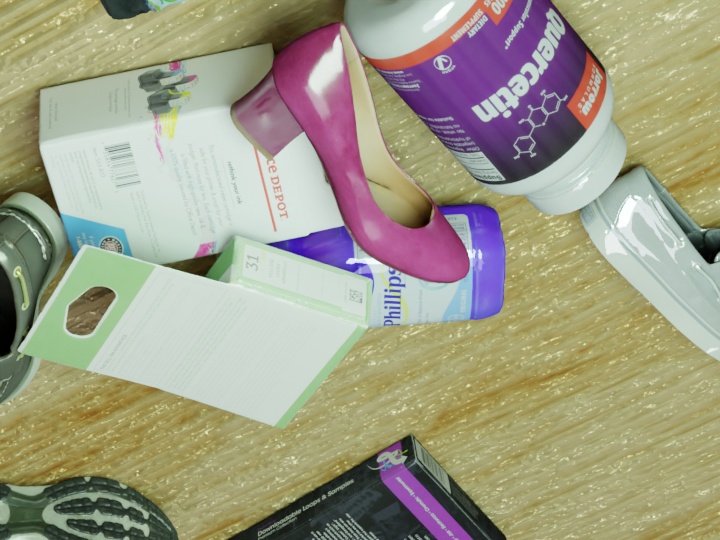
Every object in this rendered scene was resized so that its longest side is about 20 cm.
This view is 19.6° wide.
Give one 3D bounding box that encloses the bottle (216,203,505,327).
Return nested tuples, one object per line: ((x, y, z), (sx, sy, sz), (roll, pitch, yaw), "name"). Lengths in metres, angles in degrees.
((0.000, 0.000, 1.445), (0.198, 0.066, 0.084), (-4, 134, -4), "bottle")

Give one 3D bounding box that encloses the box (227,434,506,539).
((-0.002, 0.226, 1.645), (0.199, 0.036, 0.143), (-31, 125, 15), "box")

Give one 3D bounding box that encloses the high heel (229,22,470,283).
((0.018, -0.069, 1.305), (0.200, 0.068, 0.096), (36, 125, -28), "high heel")

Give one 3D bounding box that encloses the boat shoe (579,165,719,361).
((0.240, -0.003, 1.478), (0.068, 0.072, 0.200), (-39, 114, 22), "boat shoe")

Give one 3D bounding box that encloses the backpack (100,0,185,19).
((-0.083, -0.241, 1.207), (0.199, 0.154, 0.164), (-23, 124, 1), "backpack")

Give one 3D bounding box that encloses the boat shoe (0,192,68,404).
((-0.253, 0.033, 1.419), (0.072, 0.060, 0.202), (33, 135, 9), "boat shoe")

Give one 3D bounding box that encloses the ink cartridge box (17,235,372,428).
((-0.111, 0.031, 1.390), (0.199, 0.048, 0.146), (19, 141, -18), "ink cartridge box")

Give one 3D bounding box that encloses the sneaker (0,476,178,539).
((-0.238, 0.208, 1.589), (0.198, 0.077, 0.089), (7, 140, -6), "sneaker")

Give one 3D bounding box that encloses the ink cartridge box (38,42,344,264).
((-0.102, -0.075, 1.372), (0.198, 0.068, 0.116), (-11, 129, 1), "ink cartridge box")

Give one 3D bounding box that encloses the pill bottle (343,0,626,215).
((0.086, -0.126, 1.326), (0.112, 0.113, 0.200), (-33, 125, 18), "pill bottle")
